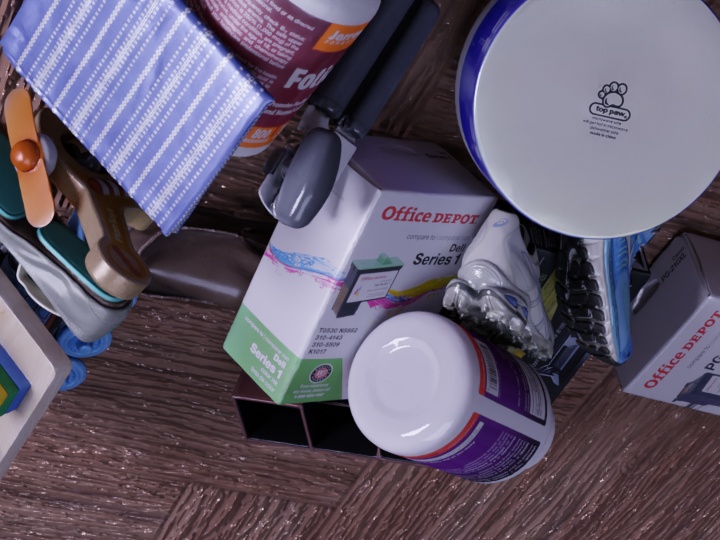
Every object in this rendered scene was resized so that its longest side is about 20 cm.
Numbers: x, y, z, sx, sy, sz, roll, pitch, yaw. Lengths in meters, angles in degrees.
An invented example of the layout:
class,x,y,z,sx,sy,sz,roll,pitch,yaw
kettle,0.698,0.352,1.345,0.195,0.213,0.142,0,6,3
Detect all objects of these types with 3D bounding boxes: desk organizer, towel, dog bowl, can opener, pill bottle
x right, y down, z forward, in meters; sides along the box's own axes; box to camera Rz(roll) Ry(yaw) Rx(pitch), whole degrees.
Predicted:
class,x,y,z,sx,sy,sz,roll,pitch,yaw
desk organizer,-0.008,0.116,1.341,0.199,0.077,0.072,6,138,16
towel,-0.159,-0.140,1.036,0.145,0.200,0.024,-50,167,34
dog bowl,0.173,-0.127,1.093,0.199,0.079,0.201,-1,107,-5
can opener,-0.002,-0.117,1.075,0.053,0.067,0.200,35,85,-35
pill bottle,-0.057,-0.183,1.033,0.114,0.114,0.200,21,131,-28
pill bottle,0.082,0.109,1.211,0.112,0.113,0.200,-29,151,21

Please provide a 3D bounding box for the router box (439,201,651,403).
class,x,y,z,sx,sy,sz,roll,pitch,yaw
router box,0.142,0.036,1.347,0.157,0.052,0.200,12,134,-20

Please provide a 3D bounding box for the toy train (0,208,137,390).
class,x,y,z,sx,sy,sz,roll,pitch,yaw
toy train,-0.263,0.027,1.242,0.114,0.087,0.200,13,134,-30

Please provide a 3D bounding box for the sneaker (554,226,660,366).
class,x,y,z,sx,sy,sz,roll,pitch,yaw
sneaker,0.214,-0.018,1.235,0.090,0.078,0.201,-9,103,-19

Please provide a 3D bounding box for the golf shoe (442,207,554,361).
class,x,y,z,sx,sy,sz,roll,pitch,yaw
golf shoe,0.128,0.014,1.230,0.078,0.098,0.200,14,168,16

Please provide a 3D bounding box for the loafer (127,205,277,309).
class,x,y,z,sx,sy,sz,roll,pitch,yaw
loafer,-0.109,-0.007,1.206,0.199,0.071,0.073,-1,120,-40

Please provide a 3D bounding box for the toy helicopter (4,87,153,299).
class,x,y,z,sx,sy,sz,roll,pitch,yaw
toy helicopter,-0.198,-0.055,1.086,0.079,0.200,0.132,-45,132,17

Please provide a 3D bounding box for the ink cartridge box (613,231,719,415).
class,x,y,z,sx,sy,sz,roll,pitch,yaw
ink cartridge box,0.348,0.059,1.382,0.199,0.085,0.145,14,132,-23

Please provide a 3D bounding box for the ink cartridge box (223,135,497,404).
class,x,y,z,sx,sy,sz,roll,pitch,yaw
ink cartridge box,0.000,0.000,1.189,0.144,0.084,0.201,0,124,-47

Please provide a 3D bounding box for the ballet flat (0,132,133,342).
class,x,y,z,sx,sy,sz,roll,pitch,yaw
ballet flat,-0.256,-0.026,1.138,0.200,0.067,0.064,48,121,4

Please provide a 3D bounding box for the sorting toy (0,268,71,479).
class,x,y,z,sx,sy,sz,roll,pitch,yaw
sorting toy,-0.349,0.070,1.199,0.070,0.199,0.200,-23,157,-49
